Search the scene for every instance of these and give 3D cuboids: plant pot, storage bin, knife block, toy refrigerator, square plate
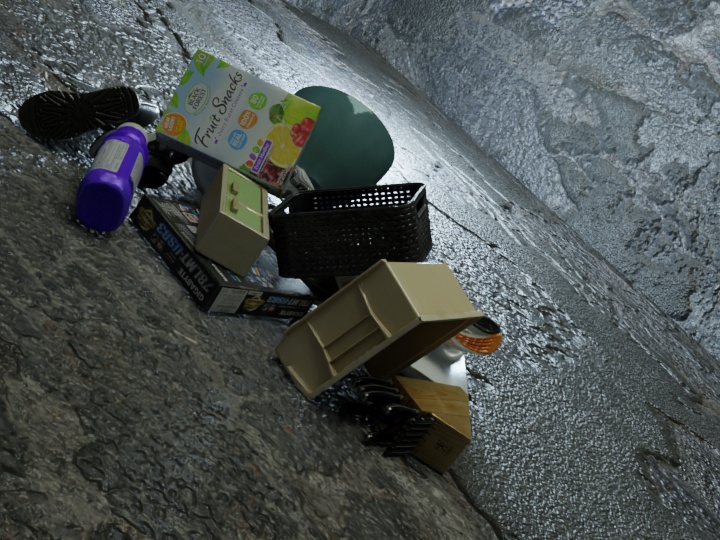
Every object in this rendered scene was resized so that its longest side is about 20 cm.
[{"bbox_3d":[-0.064,-0.178,1.733,0.200,0.200,0.135,35,59,-3],"label":"plant pot"},{"bbox_3d":[0.023,0.076,1.379,0.094,0.198,0.200,59,24,14],"label":"storage bin"},{"bbox_3d":[0.056,0.175,1.391,0.175,0.064,0.200,35,17,-7],"label":"knife block"},{"bbox_3d":[-0.169,-0.074,1.445,0.076,0.070,0.200,31,17,-16],"label":"toy refrigerator"},{"bbox_3d":[0.076,0.119,1.639,0.200,0.028,0.198,34,17,-7],"label":"square plate"},{"bbox_3d":[-0.010,-0.055,1.468,0.199,0.094,0.135,-4,17,15],"label":"storage bin"}]

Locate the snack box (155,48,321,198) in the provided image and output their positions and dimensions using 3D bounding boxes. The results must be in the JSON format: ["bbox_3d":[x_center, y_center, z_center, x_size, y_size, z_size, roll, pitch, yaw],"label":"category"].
[{"bbox_3d":[-0.176,-0.212,1.558,0.200,0.143,0.053,25,-16,-3],"label":"snack box"}]

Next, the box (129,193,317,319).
[{"bbox_3d":[-0.185,-0.016,1.458,0.200,0.050,0.198,46,18,30],"label":"box"}]

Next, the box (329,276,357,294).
[{"bbox_3d":[0.000,0.000,1.629,0.200,0.075,0.100,-92,163,-72],"label":"box"}]

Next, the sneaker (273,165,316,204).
[{"bbox_3d":[-0.147,-0.140,1.623,0.200,0.115,0.075,62,-8,-3],"label":"sneaker"}]

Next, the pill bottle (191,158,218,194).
[{"bbox_3d":[-0.199,-0.183,1.759,0.116,0.116,0.200,35,16,-4],"label":"pill bottle"}]

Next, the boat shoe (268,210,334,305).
[{"bbox_3d":[-0.106,-0.024,1.608,0.201,0.061,0.072,40,18,12],"label":"boat shoe"}]

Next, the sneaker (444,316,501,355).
[{"bbox_3d":[0.126,0.083,1.695,0.200,0.076,0.092,30,-13,12],"label":"sneaker"}]

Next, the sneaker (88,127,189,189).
[{"bbox_3d":[-0.305,-0.153,1.576,0.088,0.076,0.200,50,28,14],"label":"sneaker"}]

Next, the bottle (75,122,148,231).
[{"bbox_3d":[-0.318,-0.130,1.398,0.065,0.084,0.200,18,32,-10],"label":"bottle"}]

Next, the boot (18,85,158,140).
[{"bbox_3d":[-0.389,-0.229,1.561,0.181,0.073,0.200,-5,11,-7],"label":"boot"}]
